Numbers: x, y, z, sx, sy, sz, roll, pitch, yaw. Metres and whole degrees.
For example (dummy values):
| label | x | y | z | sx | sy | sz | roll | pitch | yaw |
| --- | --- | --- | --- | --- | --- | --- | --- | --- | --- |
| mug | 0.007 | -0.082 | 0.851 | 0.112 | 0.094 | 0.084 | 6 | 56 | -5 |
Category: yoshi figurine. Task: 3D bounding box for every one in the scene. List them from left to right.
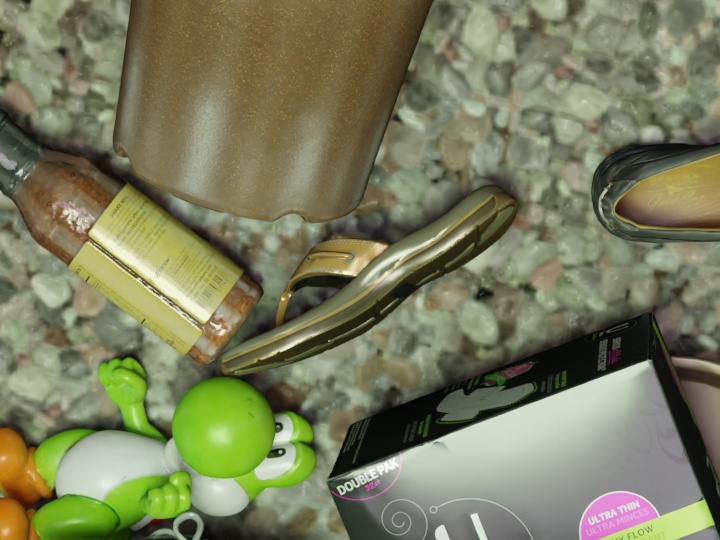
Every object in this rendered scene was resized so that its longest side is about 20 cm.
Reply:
| label | x | y | z | sx | sy | sz | roll | pitch | yaw |
| --- | --- | --- | --- | --- | --- | --- | --- | --- | --- |
| yoshi figurine | -0.129 | 0.109 | 1.736 | 0.199 | 0.112 | 0.113 | -13 | 94 | 5 |

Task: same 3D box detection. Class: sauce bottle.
| label | x | y | z | sx | sy | sz | roll | pitch | yaw |
| --- | --- | --- | --- | --- | --- | --- | --- | --- | --- |
| sauce bottle | -0.152 | -0.025 | 1.729 | 0.200 | 0.066 | 0.066 | 39 | 103 | -4 |

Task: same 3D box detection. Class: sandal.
| label | x | y | z | sx | sy | sz | roll | pitch | yaw |
| --- | --- | --- | --- | --- | --- | --- | --- | --- | --- |
| sandal | 0.000 | 0.000 | 1.718 | 0.199 | 0.080 | 0.054 | -34 | 78 | 5 |

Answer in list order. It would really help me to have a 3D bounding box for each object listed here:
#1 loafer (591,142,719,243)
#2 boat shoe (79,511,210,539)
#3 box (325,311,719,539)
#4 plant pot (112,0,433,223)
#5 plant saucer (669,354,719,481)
| label | x | y | z | sx | sy | sz | roll | pitch | yaw |
| --- | --- | --- | --- | --- | --- | --- | --- | --- | --- |
| loafer | 0.233 | -0.047 | 1.683 | 0.199 | 0.072 | 0.073 | -12 | 100 | 7 |
| boat shoe | -0.108 | 0.183 | 1.689 | 0.198 | 0.074 | 0.068 | 15 | 134 | -33 |
| box | 0.103 | 0.135 | 1.681 | 0.199 | 0.124 | 0.149 | -21 | 99 | 11 |
| plant pot | -0.048 | -0.145 | 1.635 | 0.199 | 0.200 | 0.199 | 15 | 110 | 2 |
| plant saucer | 0.186 | 0.146 | 1.752 | 0.199 | 0.029 | 0.201 | 1 | 103 | 5 |
